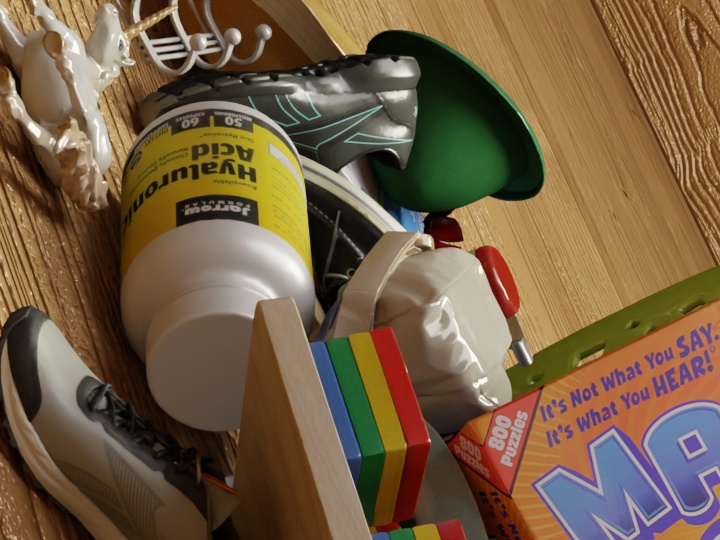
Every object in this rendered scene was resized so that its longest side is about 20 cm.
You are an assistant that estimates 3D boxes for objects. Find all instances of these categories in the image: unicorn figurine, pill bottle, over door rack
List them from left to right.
[{"bbox_3d":[-0.171,-0.113,1.526,0.138,0.073,0.201,58,26,-49],"label":"unicorn figurine"},{"bbox_3d":[-0.142,-0.219,1.726,0.200,0.067,0.148,51,17,5],"label":"over door rack"},{"bbox_3d":[-0.082,-0.001,1.512,0.111,0.111,0.200,52,17,-31],"label":"pill bottle"}]

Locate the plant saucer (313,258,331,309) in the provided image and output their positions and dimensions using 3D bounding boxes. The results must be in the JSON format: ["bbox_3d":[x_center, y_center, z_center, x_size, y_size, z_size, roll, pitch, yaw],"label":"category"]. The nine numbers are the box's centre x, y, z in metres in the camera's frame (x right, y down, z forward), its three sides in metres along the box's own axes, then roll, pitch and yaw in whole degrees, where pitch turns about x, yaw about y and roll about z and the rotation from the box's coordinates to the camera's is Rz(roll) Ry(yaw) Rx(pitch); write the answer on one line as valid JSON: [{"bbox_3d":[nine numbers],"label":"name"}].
[{"bbox_3d":[-0.007,0.019,1.770,0.201,0.029,0.200,58,0,0],"label":"plant saucer"}]

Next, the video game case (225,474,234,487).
[{"bbox_3d":[-0.041,0.206,1.443,0.201,0.022,0.182,62,15,7],"label":"video game case"}]

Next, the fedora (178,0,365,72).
[{"bbox_3d":[-0.070,-0.163,1.863,0.201,0.082,0.201,46,-4,4],"label":"fedora"}]

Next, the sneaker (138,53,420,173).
[{"bbox_3d":[-0.048,-0.095,1.733,0.075,0.199,0.080,-162,-113,-63],"label":"sneaker"}]

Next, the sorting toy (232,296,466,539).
[{"bbox_3d":[-0.002,0.146,1.305,0.199,0.069,0.201,100,-24,-52],"label":"sorting toy"}]

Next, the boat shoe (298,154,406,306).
[{"bbox_3d":[0.000,0.000,1.638,0.200,0.062,0.075,44,-14,-9],"label":"boat shoe"}]

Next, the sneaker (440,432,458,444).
[{"bbox_3d":[0.085,0.133,1.902,0.200,0.075,0.116,43,26,-51],"label":"sneaker"}]

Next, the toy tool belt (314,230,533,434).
[{"bbox_3d":[0.019,0.043,1.540,0.125,0.122,0.200,65,15,-8],"label":"toy tool belt"}]

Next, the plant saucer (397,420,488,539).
[{"bbox_3d":[0.021,0.174,1.410,0.200,0.027,0.201,171,-90,-68],"label":"plant saucer"}]

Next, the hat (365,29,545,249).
[{"bbox_3d":[0.023,-0.056,1.916,0.166,0.176,0.200,51,-21,-21],"label":"hat"}]

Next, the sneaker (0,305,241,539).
[{"bbox_3d":[-0.109,0.099,1.302,0.201,0.079,0.074,57,17,-10],"label":"sneaker"}]

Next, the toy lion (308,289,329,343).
[{"bbox_3d":[-0.030,0.059,1.693,0.201,0.068,0.192,59,7,-9],"label":"toy lion"}]

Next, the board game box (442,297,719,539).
[{"bbox_3d":[0.159,0.156,1.437,0.201,0.199,0.200,61,-21,11],"label":"board game box"}]

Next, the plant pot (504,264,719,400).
[{"bbox_3d":[0.194,0.142,1.689,0.201,0.198,0.182,59,19,-11],"label":"plant pot"}]

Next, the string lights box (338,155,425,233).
[{"bbox_3d":[0.015,-0.019,1.970,0.200,0.059,0.103,53,17,-29],"label":"string lights box"}]
